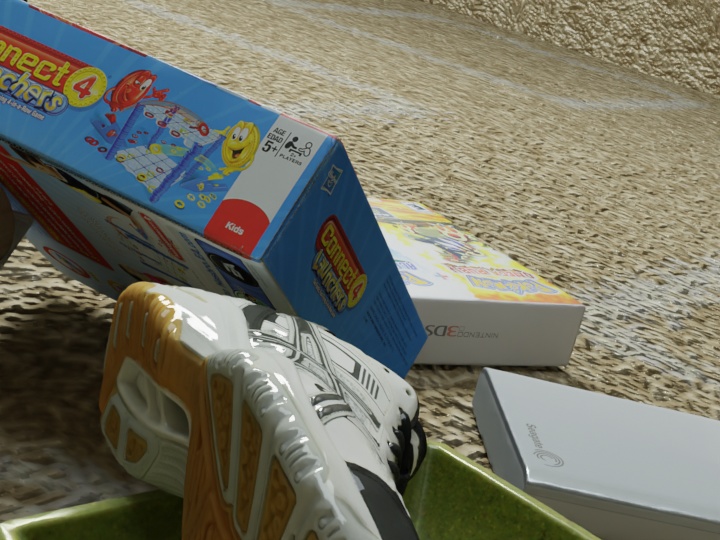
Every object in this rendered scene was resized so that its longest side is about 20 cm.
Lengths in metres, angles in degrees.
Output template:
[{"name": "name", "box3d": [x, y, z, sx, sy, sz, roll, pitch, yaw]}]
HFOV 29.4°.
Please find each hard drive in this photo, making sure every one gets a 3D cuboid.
[{"name": "hard drive", "box3d": [0.159, 0.100, 0.653, 0.200, 0.027, 0.132, 13, 16, -7]}]

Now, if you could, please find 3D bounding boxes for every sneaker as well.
[{"name": "sneaker", "box3d": [-0.011, 0.053, 0.396, 0.087, 0.076, 0.200, 7, 19, -26]}]

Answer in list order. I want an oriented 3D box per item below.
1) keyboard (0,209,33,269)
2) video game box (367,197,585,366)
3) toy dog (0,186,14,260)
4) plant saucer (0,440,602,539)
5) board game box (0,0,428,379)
[{"name": "keyboard", "box3d": [-0.243, -0.040, 0.585, 0.200, 0.056, 0.011, 19, 51, -23]}, {"name": "video game box", "box3d": [0.000, 0.000, 0.810, 0.200, 0.047, 0.182, 3, 22, -35]}, {"name": "toy dog", "box3d": [-0.238, -0.016, 0.526, 0.200, 0.132, 0.096, 18, 50, -22]}, {"name": "plant saucer", "box3d": [0.024, 0.125, 0.405, 0.200, 0.048, 0.200, 28, 21, 38]}, {"name": "board game box", "box3d": [-0.082, -0.024, 0.594, 0.196, 0.056, 0.200, 26, -16, 21]}]
